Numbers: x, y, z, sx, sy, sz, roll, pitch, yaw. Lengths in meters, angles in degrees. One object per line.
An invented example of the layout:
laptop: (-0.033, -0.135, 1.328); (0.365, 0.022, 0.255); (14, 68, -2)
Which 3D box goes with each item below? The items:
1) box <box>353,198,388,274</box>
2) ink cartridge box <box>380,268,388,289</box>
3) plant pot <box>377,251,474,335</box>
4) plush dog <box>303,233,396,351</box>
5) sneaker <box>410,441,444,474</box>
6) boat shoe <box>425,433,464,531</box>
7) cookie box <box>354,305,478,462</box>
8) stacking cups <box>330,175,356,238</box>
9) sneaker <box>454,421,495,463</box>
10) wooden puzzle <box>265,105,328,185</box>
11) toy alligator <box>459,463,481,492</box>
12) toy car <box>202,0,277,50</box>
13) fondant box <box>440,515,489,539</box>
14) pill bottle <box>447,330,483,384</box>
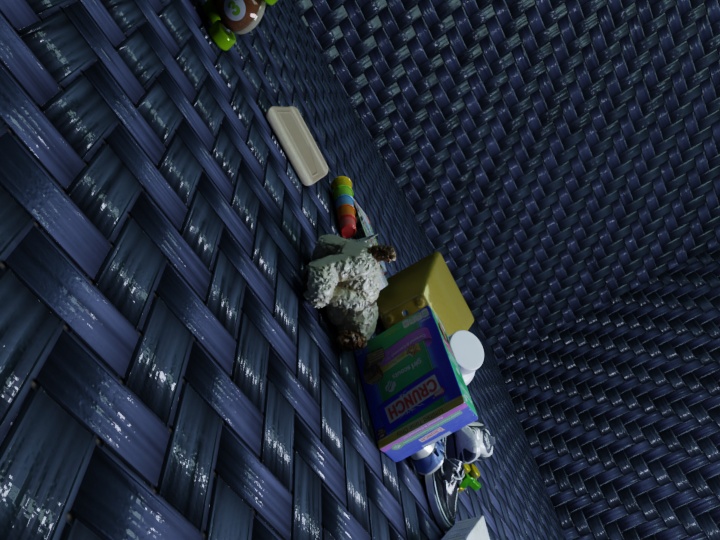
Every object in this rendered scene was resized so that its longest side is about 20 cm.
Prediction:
box: (0.012, -0.089, 1.656); (0.110, 0.034, 0.204); (47, 20, -53)
ink cartridge box: (0.000, 0.000, 1.334); (0.120, 0.066, 0.200); (62, 12, 1)
plant pot: (0.134, 0.102, 1.424); (0.199, 0.191, 0.200); (61, 17, -3)
plush dog: (-0.012, 0.044, 1.073); (0.201, 0.155, 0.177); (-83, 169, -67)
sneaker: (0.100, 0.266, 1.157); (0.116, 0.079, 0.202); (56, 15, -33)
boat shoe: (0.163, 0.376, 1.156); (0.072, 0.066, 0.205); (40, 37, -44)
cookie box: (0.091, 0.194, 1.064); (0.075, 0.168, 0.203); (43, 21, -45)
stacking cups: (-0.036, -0.160, 1.540); (0.061, 0.059, 0.203); (52, 16, -37)
sneaker: (0.233, 0.350, 1.261); (0.199, 0.125, 0.082); (136, -44, -70)
wooden puzzle: (-0.147, -0.291, 1.430); (0.189, 0.036, 0.200); (61, 16, -10)
toy alligator: (0.190, 0.411, 1.280); (0.199, 0.059, 0.055); (36, 15, -39)
toy car: (-0.281, -0.570, 1.188); (0.199, 0.162, 0.161); (30, 32, -50)
fondant box: (0.184, 0.502, 1.009); (0.199, 0.057, 0.149); (28, 46, -68)
pill bottle: (0.172, 0.204, 1.279); (0.108, 0.201, 0.114); (11, 57, -19)
